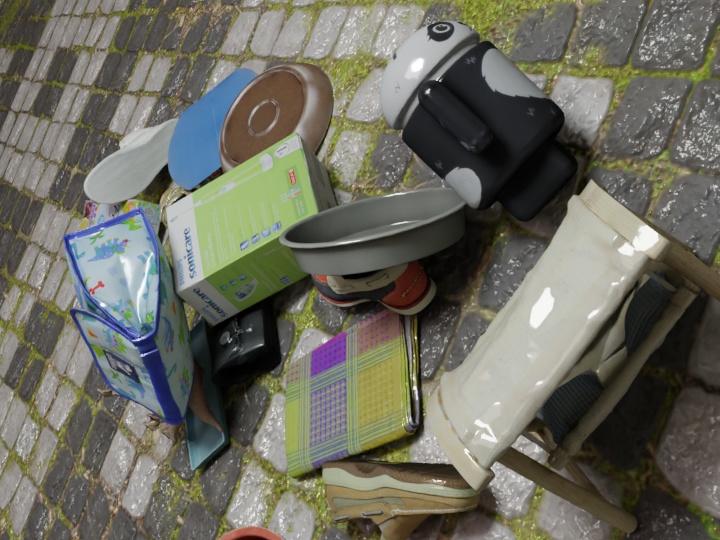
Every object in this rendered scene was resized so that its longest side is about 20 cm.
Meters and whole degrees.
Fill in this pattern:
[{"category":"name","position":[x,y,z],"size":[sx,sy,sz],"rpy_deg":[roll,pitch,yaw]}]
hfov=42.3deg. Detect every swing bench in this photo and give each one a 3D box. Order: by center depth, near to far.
[{"category":"swing bench","position":[0.166,0.059,0.674],"size":[0.200,0.199,0.130],"rpy_deg":[-54,39,14]}]

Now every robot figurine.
[{"category":"robot figurine","position":[0.110,-0.140,0.867],"size":[0.125,0.200,0.150],"rpy_deg":[-43,-7,-18]}]

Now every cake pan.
[{"category":"cake pan","position":[0.017,-0.040,0.935],"size":[0.199,0.199,0.037],"rpy_deg":[5,113,50]}]

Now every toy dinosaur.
[{"category":"toy dinosaur","position":[-0.239,0.133,1.189],"size":[0.198,0.086,0.136],"rpy_deg":[13,61,41]}]

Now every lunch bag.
[{"category":"lunch bag","position":[-0.261,0.062,1.092],"size":[0.126,0.171,0.201],"rpy_deg":[-24,51,-14]}]

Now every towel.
[{"category":"towel","position":[-0.011,0.132,0.990],"size":[0.199,0.023,0.145],"rpy_deg":[-30,50,38]}]

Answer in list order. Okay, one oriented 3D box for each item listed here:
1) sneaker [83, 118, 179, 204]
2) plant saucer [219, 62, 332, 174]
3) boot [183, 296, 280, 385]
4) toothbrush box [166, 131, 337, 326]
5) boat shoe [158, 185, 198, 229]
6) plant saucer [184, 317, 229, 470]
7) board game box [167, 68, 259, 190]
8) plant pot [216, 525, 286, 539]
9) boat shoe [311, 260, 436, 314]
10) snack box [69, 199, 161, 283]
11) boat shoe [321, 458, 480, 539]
[{"category":"sneaker","position":[-0.371,-0.169,1.494],"size":[0.200,0.074,0.115],"rpy_deg":[-41,23,-29]},{"category":"plant saucer","position":[-0.124,-0.201,1.265],"size":[0.198,0.032,0.203],"rpy_deg":[-18,58,30]},{"category":"boot","position":[-0.179,0.061,1.195],"size":[0.164,0.065,0.202],"rpy_deg":[-36,50,29]},{"category":"toothbrush box","position":[-0.128,-0.050,1.126],"size":[0.198,0.086,0.147],"rpy_deg":[-28,48,11]},{"category":"boat shoe","position":[-0.259,-0.084,1.362],"size":[0.074,0.063,0.201],"rpy_deg":[-60,36,8]},{"category":"plant saucer","position":[-0.205,0.158,1.210],"size":[0.070,0.019,0.201],"rpy_deg":[-44,42,26]},{"category":"board game box","position":[-0.202,-0.204,1.379],"size":[0.199,0.039,0.159],"rpy_deg":[-33,50,21]},{"category":"plant pot","position":[-0.030,0.331,0.767],"size":[0.200,0.194,0.203],"rpy_deg":[-26,52,39]},{"category":"boat shoe","position":[0.000,0.000,0.999],"size":[0.199,0.063,0.072],"rpy_deg":[12,64,56]},{"category":"snack box","position":[-0.397,-0.040,1.500],"size":[0.199,0.053,0.144],"rpy_deg":[5,85,50]},{"category":"boat shoe","position":[0.037,0.218,0.863],"size":[0.199,0.071,0.077],"rpy_deg":[-12,76,54]}]
